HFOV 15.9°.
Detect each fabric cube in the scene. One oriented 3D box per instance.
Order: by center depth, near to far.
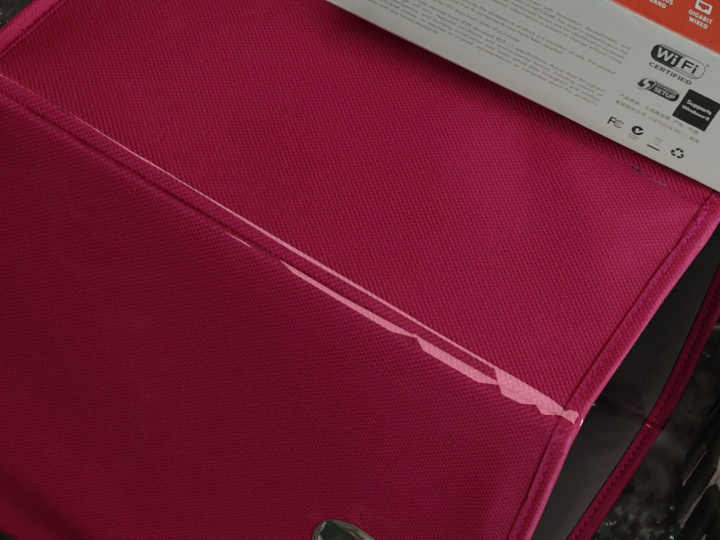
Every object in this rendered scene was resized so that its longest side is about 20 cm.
[{"bbox_3d":[0.000,0.000,0.812,0.199,0.196,0.200,30,48,11],"label":"fabric cube"}]

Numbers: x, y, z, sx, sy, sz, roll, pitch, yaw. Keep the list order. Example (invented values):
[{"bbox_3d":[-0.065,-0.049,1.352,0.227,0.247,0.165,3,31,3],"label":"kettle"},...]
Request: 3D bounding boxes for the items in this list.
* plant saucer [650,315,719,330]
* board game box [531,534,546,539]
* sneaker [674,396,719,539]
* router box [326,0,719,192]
[{"bbox_3d":[0.127,-0.072,0.948,0.200,0.034,0.201,-1,75,2],"label":"plant saucer"},{"bbox_3d":[0.062,0.201,0.869,0.200,0.043,0.199,23,77,8],"label":"board game box"},{"bbox_3d":[0.171,0.105,0.859,0.090,0.078,0.200,17,35,-26],"label":"sneaker"},{"bbox_3d":[0.108,-0.109,0.763,0.200,0.049,0.180,25,49,-3],"label":"router box"}]
